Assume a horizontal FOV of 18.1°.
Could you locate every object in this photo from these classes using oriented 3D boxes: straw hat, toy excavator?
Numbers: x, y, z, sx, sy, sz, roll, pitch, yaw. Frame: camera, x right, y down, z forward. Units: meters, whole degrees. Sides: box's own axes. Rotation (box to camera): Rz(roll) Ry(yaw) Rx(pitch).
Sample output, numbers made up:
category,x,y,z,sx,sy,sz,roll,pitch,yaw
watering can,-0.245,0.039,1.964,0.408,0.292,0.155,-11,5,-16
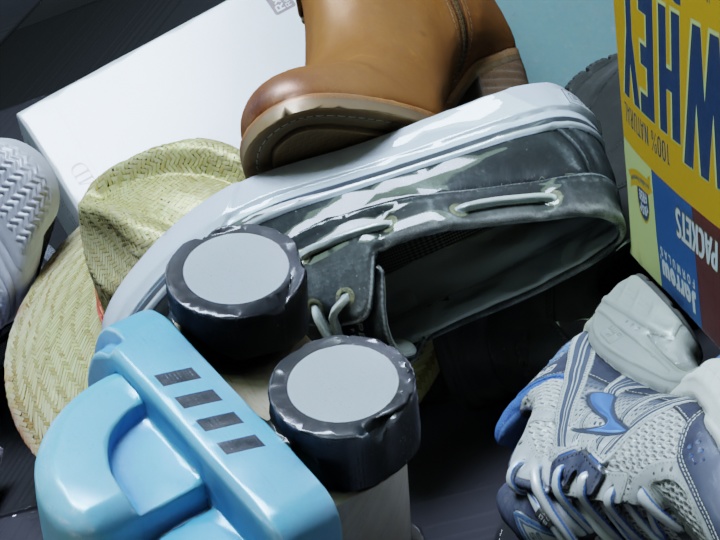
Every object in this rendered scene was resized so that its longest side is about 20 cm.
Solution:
category,x,y,z,sx,sy,sz,roll,pitch,yaw
straw hat,-0.064,-0.006,0.905,0.199,0.085,0.202,-10,48,11
toy excavator,-0.063,0.104,0.701,0.199,0.100,0.194,-27,47,-23

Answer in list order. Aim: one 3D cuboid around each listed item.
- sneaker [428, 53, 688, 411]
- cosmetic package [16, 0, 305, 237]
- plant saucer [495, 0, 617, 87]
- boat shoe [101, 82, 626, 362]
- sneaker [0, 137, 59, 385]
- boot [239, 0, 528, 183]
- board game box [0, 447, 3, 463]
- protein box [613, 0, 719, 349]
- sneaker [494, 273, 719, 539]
category,x,y,z,sx,sy,sz,roll,pitch,yaw
sneaker,0.106,-0.016,0.883,0.090,0.076,0.200,0,41,36
cosmetic package,-0.046,-0.061,1.057,0.199,0.113,0.081,-31,-22,-14
plant saucer,0.087,-0.111,1.018,0.199,0.200,0.036,-33,-19,-18
boat shoe,0.000,0.000,0.808,0.199,0.072,0.071,-27,47,6
sneaker,-0.173,-0.002,1.055,0.114,0.075,0.200,-39,-11,-51
boot,-0.004,-0.106,0.891,0.076,0.156,0.199,-30,-14,35
board game box,-0.288,0.060,0.951,0.198,0.200,0.044,-13,50,26
protein box,0.189,-0.095,0.716,0.197,0.202,0.135,-9,19,-7
sneaker,0.091,0.070,0.701,0.085,0.077,0.200,-35,14,1
